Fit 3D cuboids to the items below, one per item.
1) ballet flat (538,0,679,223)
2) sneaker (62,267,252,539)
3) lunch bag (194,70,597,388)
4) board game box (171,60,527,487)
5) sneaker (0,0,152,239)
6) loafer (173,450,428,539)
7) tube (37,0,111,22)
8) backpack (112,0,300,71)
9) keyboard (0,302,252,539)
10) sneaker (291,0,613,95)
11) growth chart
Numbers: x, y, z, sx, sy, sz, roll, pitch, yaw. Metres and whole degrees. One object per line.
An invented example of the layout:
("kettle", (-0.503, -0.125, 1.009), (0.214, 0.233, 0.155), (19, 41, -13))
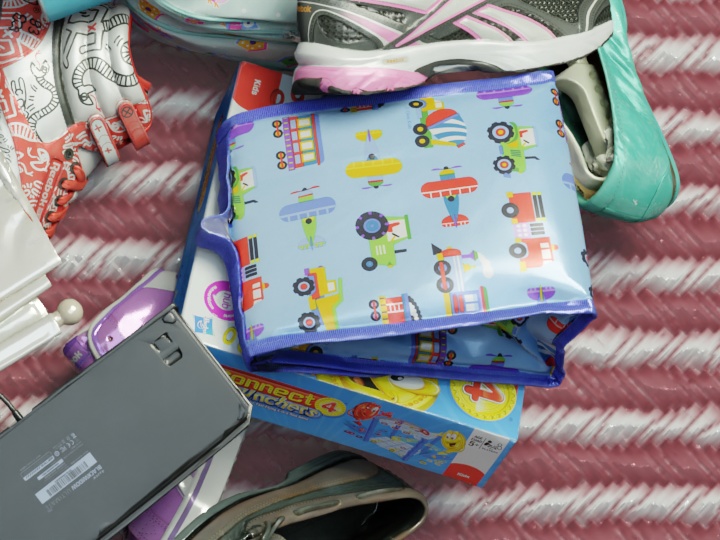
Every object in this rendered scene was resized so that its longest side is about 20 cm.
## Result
("ballet flat", (0.127, -0.121, 1.461), (0.070, 0.067, 0.200), (-4, 66, -36))
("sneaker", (-0.125, 0.093, 1.383), (0.114, 0.073, 0.201), (23, 64, -6))
("lunch bag", (0.012, -0.021, 1.333), (0.199, 0.094, 0.151), (-1, 61, -11))
("board game box", (0.000, 0.000, 1.396), (0.195, 0.056, 0.200), (17, 54, -10))
("sneaker", (-0.171, -0.055, 1.384), (0.108, 0.067, 0.202), (2, 89, -5))
("loafer", (-0.041, 0.154, 1.344), (0.200, 0.063, 0.072), (-32, 124, -45))
("tube", (-0.086, -0.194, 1.340), (0.200, 0.050, 0.078), (-23, 110, -5))
("backpack", (-0.050, -0.192, 1.426), (0.199, 0.127, 0.167), (3, 82, -9))
("keyboard", (-0.167, 0.087, 1.274), (0.200, 0.021, 0.127), (-38, 91, -13))
("sneaker", (0.053, -0.150, 1.360), (0.200, 0.080, 0.087), (-12, 102, -32))
("growth chart", (-0.234, -0.022, 1.277), (0.144, 0.018, 0.200), (-23, 73, -9))
